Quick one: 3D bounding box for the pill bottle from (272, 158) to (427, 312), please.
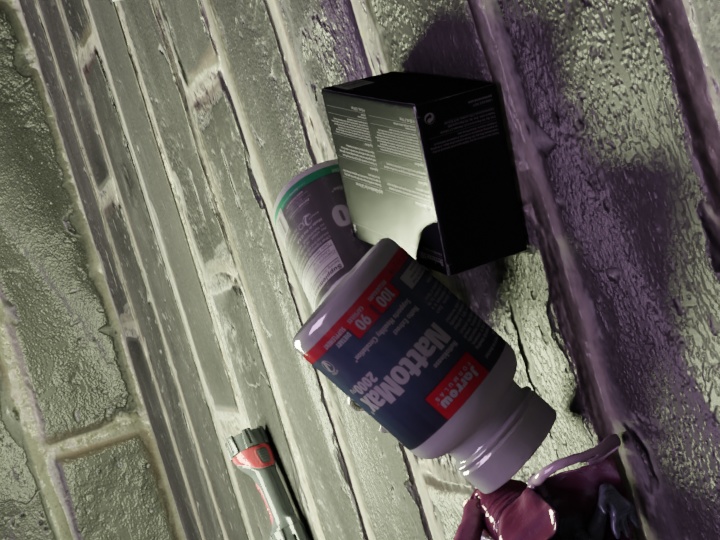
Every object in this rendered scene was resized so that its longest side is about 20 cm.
[{"bbox_3d":[0.000,0.000,1.335,0.113,0.113,0.200,96,154,-50],"label":"pill bottle"}]

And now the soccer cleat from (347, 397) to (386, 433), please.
[{"bbox_3d":[0.014,0.102,1.447,0.200,0.086,0.070,-139,36,-58],"label":"soccer cleat"}]

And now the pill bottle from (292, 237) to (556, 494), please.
[{"bbox_3d":[0.056,0.080,1.144,0.200,0.120,0.120,41,160,-2],"label":"pill bottle"}]

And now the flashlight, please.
[{"bbox_3d":[-0.139,0.336,2.135,0.200,0.068,0.068,66,-173,16],"label":"flashlight"}]

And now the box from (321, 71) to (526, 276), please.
[{"bbox_3d":[0.049,-0.087,1.189,0.200,0.079,0.141,-154,51,-65],"label":"box"}]

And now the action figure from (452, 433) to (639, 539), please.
[{"bbox_3d":[0.125,0.201,1.144,0.200,0.134,0.149,12,116,67],"label":"action figure"}]
